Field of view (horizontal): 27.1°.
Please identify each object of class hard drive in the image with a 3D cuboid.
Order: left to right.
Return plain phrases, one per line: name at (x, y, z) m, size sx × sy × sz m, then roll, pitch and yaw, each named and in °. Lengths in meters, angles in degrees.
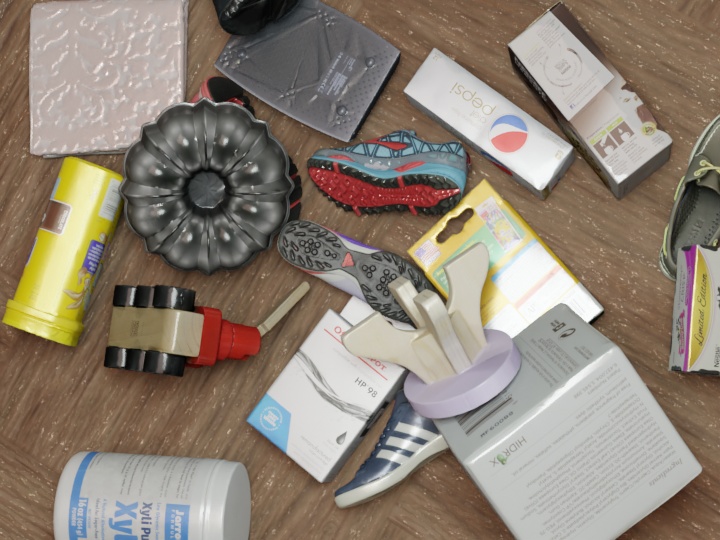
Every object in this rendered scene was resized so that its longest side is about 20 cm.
hard drive at (-0.060, -0.243, 1.756) m, size 0.199 × 0.042 × 0.136 m, roll 30°, pitch 89°, yaw 19°

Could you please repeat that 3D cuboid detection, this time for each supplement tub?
supplement tub at (-0.234, 0.274, 1.690) m, size 0.197 × 0.132 × 0.134 m, roll 1°, pitch 84°, yaw 11°

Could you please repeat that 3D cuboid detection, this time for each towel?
towel at (-0.304, -0.236, 1.811) m, size 0.197 × 0.032 × 0.194 m, roll -2°, pitch 83°, yaw 9°

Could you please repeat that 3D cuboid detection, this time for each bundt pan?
bundt pan at (-0.170, -0.088, 1.663) m, size 0.199 × 0.076 × 0.205 m, roll -1°, pitch 100°, yaw -7°

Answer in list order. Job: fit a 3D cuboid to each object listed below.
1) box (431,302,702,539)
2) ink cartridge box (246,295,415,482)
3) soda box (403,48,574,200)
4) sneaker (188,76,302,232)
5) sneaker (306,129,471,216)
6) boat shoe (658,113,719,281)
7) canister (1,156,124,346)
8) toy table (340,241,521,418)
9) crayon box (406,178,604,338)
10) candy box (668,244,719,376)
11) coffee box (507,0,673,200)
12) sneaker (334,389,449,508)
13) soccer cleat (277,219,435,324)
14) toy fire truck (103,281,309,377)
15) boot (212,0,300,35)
box at (0.207, 0.174, 1.561) m, size 0.199 × 0.199 × 0.172 m, roll -36°, pitch 105°, yaw 0°
ink cartridge box at (-0.023, 0.126, 1.702) m, size 0.115 × 0.067 × 0.201 m, roll 37°, pitch 90°, yaw 12°
soda box at (0.147, -0.166, 1.706) m, size 0.199 × 0.068 × 0.064 m, roll 37°, pitch 90°, yaw 12°
sneaker at (-0.141, -0.127, 1.763) m, size 0.086 × 0.074 × 0.201 m, roll -32°, pitch 87°, yaw 39°
sneaker at (0.036, -0.117, 1.729) m, size 0.198 × 0.080 × 0.096 m, roll 9°, pitch 48°, yaw 23°
boat shoe at (0.387, -0.085, 1.658) m, size 0.071 × 0.060 × 0.204 m, roll 22°, pitch 88°, yaw 11°
canister at (-0.337, -0.021, 1.734) m, size 0.086 × 0.149 × 0.202 m, roll 20°, pitch 85°, yaw -5°
toy table at (0.084, 0.067, 1.584) m, size 0.183 × 0.200 × 0.118 m, roll -36°, pitch 101°, yaw -17°
crayon box at (0.164, 0.014, 1.691) m, size 0.126 × 0.052 × 0.200 m, roll -42°, pitch 79°, yaw 3°
candy box at (0.437, 0.050, 1.603) m, size 0.197 × 0.061 × 0.138 m, roll 5°, pitch 86°, yaw -8°
coffee box at (0.255, -0.187, 1.667) m, size 0.080 × 0.113 × 0.201 m, roll -38°, pitch 79°, yaw 4°
sneaker at (0.044, 0.187, 1.683) m, size 0.199 × 0.075 × 0.085 m, roll -33°, pitch 81°, yaw -5°
soccer cleat at (0.000, 0.000, 1.714) m, size 0.198 × 0.073 × 0.069 m, roll 25°, pitch 91°, yaw 5°
toy fire truck at (-0.171, 0.062, 1.711) m, size 0.198 × 0.175 × 0.130 m, roll 11°, pitch 83°, yaw -31°
boot at (-0.176, -0.337, 1.740) m, size 0.198 × 0.077 × 0.169 m, roll -19°, pitch 48°, yaw -2°
